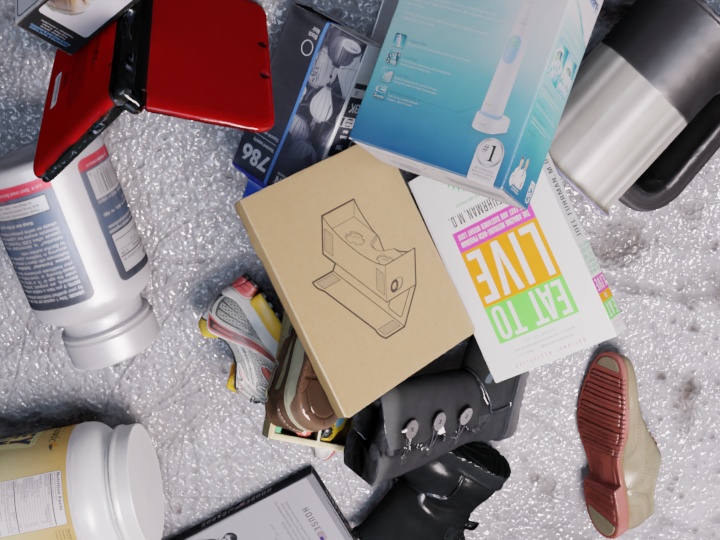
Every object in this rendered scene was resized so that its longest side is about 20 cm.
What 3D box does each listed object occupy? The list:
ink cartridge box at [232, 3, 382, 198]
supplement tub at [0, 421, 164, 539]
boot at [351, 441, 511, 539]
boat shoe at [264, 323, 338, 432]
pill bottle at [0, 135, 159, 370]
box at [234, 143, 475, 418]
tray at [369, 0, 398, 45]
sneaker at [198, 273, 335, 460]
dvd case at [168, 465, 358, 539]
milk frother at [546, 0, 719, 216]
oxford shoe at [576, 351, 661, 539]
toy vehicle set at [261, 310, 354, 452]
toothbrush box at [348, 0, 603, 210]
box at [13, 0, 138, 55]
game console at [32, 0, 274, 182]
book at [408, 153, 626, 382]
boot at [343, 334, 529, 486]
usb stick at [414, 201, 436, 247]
[{"bbox_3d":[-0.055,-0.129,0.962,0.099,0.039,0.203,32,110,29],"label":"ink cartridge box"},{"bbox_3d":[-0.307,0.232,1.052,0.196,0.145,0.147,-11,110,2],"label":"supplement tub"},{"bbox_3d":[0.045,0.228,1.105,0.196,0.074,0.164,30,112,-10],"label":"boot"},{"bbox_3d":[-0.036,0.052,0.953,0.074,0.204,0.075,-19,126,45],"label":"boat shoe"},{"bbox_3d":[-0.263,-0.017,0.979,0.117,0.120,0.203,-16,109,4],"label":"pill bottle"},{"bbox_3d":[0.000,0.000,0.916,0.162,0.021,0.203,-29,94,-32],"label":"box"},{"bbox_3d":[0.062,-0.212,0.973,0.105,0.022,0.203,17,108,-8],"label":"tray"},{"bbox_3d":[-0.088,0.106,1.048,0.082,0.078,0.202,-34,99,-5],"label":"sneaker"},{"bbox_3d":[-0.102,0.319,1.153,0.198,0.025,0.152,-28,108,7],"label":"dvd case"},{"bbox_3d":[0.271,-0.123,0.919,0.180,0.201,0.189,37,105,-18],"label":"milk frother"},{"bbox_3d":[0.276,0.176,1.104,0.074,0.070,0.204,-12,110,-26],"label":"oxford shoe"},{"bbox_3d":[-0.017,0.070,1.012,0.122,0.026,0.204,12,84,-19],"label":"toy vehicle set"},{"bbox_3d":[0.098,-0.173,0.871,0.144,0.085,0.204,19,90,25],"label":"toothbrush box"},{"bbox_3d":[-0.198,-0.280,0.853,0.198,0.119,0.060,-28,147,30],"label":"box"},{"bbox_3d":[-0.175,-0.157,0.899,0.171,0.202,0.118,-37,127,23],"label":"game console"},{"bbox_3d":[0.140,-0.017,0.944,0.133,0.048,0.203,-27,88,40],"label":"book"},{"bbox_3d":[0.076,0.102,1.001,0.197,0.065,0.168,-7,104,-37],"label":"boot"},{"bbox_3d":[0.052,-0.043,1.017,0.196,0.056,0.033,16,146,-7],"label":"usb stick"}]
